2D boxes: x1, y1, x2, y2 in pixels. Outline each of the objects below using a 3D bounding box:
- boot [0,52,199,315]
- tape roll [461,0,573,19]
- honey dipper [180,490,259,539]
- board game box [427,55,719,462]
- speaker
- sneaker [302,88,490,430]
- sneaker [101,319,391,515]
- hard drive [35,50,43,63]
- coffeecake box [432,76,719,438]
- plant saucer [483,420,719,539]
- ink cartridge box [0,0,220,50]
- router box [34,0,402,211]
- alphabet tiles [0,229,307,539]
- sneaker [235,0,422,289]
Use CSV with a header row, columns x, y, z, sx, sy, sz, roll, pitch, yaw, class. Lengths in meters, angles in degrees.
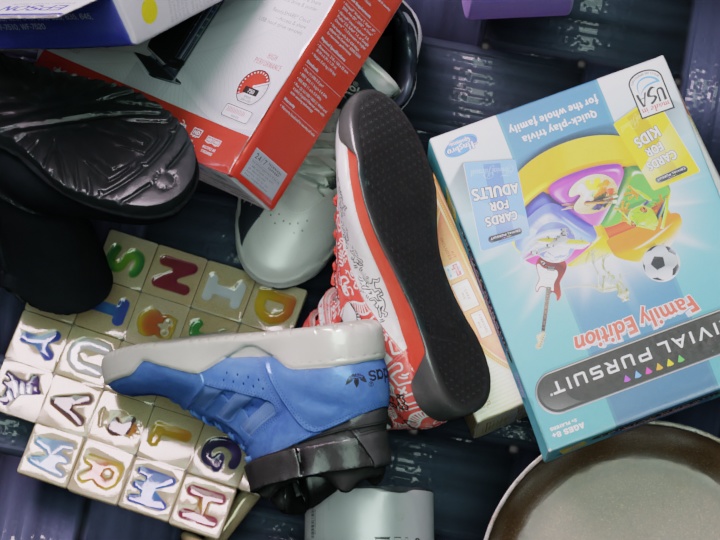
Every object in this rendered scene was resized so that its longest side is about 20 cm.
x,y,z,sx,sy,sz,roll,pitch,yaw,class
-0.166,-0.037,1.599,0.200,0.168,0.076,23,58,26,boot
0.091,-0.254,1.641,0.065,0.200,0.201,-3,81,-2,tape roll
-0.059,0.129,1.663,0.038,0.038,0.200,38,78,6,honey dipper
0.145,-0.008,1.603,0.151,0.047,0.200,-20,79,-3,board game box
0.006,0.232,1.621,0.081,0.081,0.201,-1,81,0,speaker
0.000,0.001,1.609,0.067,0.108,0.202,-19,91,-46,sneaker
-0.068,0.092,1.595,0.200,0.077,0.112,-6,91,32,sneaker
-0.128,-0.195,1.718,0.132,0.027,0.201,9,81,1,hard drive
0.129,-0.010,1.665,0.200,0.073,0.154,-24,80,-4,coffeecake box
0.168,0.190,1.604,0.200,0.032,0.201,0,81,0,plant saucer
-0.179,-0.156,1.550,0.197,0.200,0.047,2,115,36,ink cartridge box
-0.084,-0.148,1.618,0.200,0.049,0.180,24,79,42,router box
-0.121,0.068,1.666,0.200,0.006,0.167,17,72,9,alphabet tiles
-0.020,-0.090,1.646,0.079,0.130,0.199,31,79,6,sneaker
